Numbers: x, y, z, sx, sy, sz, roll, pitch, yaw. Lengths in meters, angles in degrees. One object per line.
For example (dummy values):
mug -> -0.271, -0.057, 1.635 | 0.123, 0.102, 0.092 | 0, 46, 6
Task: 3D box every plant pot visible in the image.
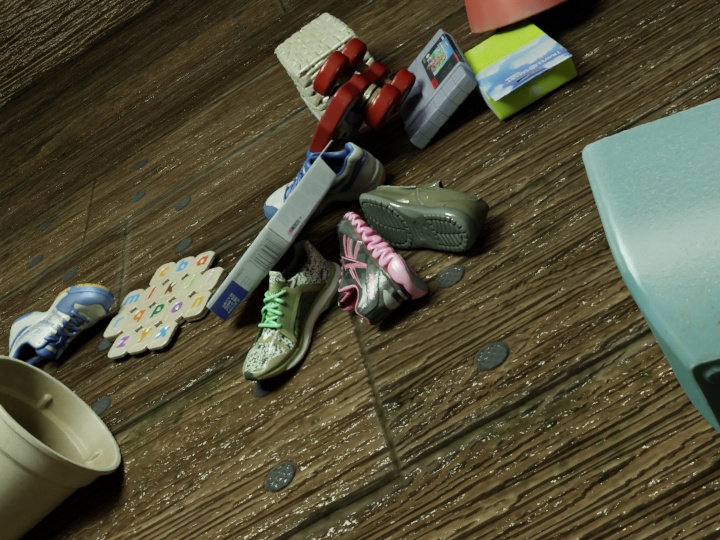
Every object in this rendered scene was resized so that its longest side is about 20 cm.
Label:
plant pot -> 0.299, 0.007, 0.640 | 0.196, 0.196, 0.200 | -19, 45, 25
plant pot -> 0.229, -0.475, 1.297 | 0.200, 0.177, 0.200 | -22, 16, 7
plant pot -> -0.423, 0.235, 1.027 | 0.184, 0.200, 0.200 | -48, 32, 1

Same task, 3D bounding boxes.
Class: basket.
basket -> -0.050, -0.344, 1.482 | 0.136, 0.123, 0.200 | -35, 32, 2

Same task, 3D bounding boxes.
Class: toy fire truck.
toy fire truck -> -0.016, -0.231, 1.269 | 0.168, 0.112, 0.200 | -59, -2, 32

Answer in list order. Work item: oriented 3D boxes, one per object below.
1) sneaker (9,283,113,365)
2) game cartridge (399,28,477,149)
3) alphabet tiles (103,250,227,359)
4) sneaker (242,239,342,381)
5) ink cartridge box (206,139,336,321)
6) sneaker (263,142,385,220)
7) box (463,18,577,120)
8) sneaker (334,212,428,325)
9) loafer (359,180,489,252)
sneaker -> -0.459, 0.094, 1.336 | 0.200, 0.075, 0.088 | -29, 43, 22
game cartridge -> 0.106, -0.277, 1.292 | 0.130, 0.038, 0.200 | -53, 24, 24
alphabet tiles -> -0.290, 0.051, 1.287 | 0.200, 0.015, 0.196 | -15, 38, 30
sneaker -> -0.096, 0.043, 1.045 | 0.077, 0.089, 0.200 | -4, 43, 39
ink cartridge box -> -0.105, -0.051, 1.133 | 0.196, 0.043, 0.200 | -47, 7, 46
sneaker -> -0.066, -0.130, 1.237 | 0.200, 0.088, 0.075 | -20, 51, 26
box -> 0.218, -0.284, 1.221 | 0.122, 0.048, 0.200 | -31, 31, 8
sneaker -> 0.000, 0.000, 1.039 | 0.095, 0.079, 0.200 | -46, 30, 4
loafer -> 0.078, -0.069, 1.059 | 0.070, 0.075, 0.200 | -38, 34, -28
